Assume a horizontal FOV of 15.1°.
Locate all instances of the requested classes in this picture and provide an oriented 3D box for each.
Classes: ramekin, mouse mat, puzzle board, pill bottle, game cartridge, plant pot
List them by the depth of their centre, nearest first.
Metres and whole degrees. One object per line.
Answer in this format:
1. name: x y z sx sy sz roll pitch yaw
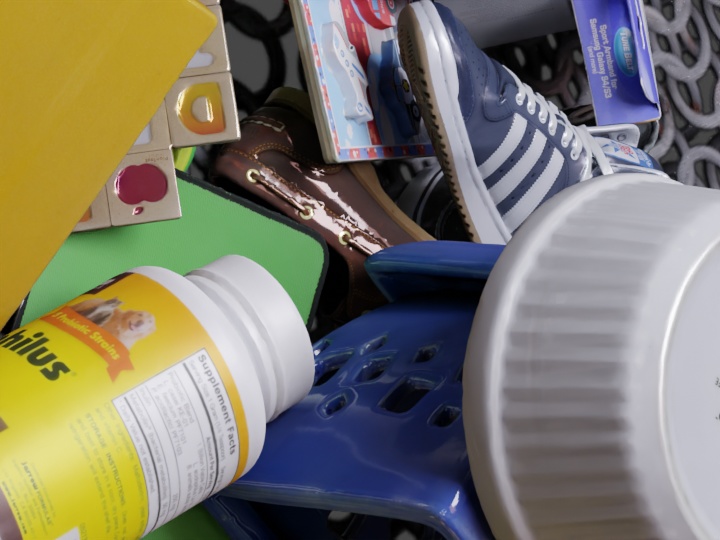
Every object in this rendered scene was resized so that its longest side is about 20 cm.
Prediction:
1. ramekin: 0.146 0.055 1.185 0.202 0.094 0.203 3 86 -43
2. game cartridge: -0.187 -0.079 1.204 0.176 0.032 0.200 34 94 -30
3. pill bottle: -0.120 0.069 1.219 0.200 0.109 0.109 -30 97 -31
4. mouse mat: -0.101 0.052 1.303 0.161 0.008 0.200 24 77 -32
5. plant pot: 0.070 0.100 1.306 0.200 0.200 0.180 50 63 -31
6. puzzle board: 0.002 -0.156 1.402 0.151 0.017 0.201 -9 87 -62

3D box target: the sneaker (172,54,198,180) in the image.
1. sneaker: -0.098 -0.134 1.345 0.084 0.074 0.201 7 80 -61

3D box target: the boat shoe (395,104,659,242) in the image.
1. boat shoe: 0.096 -0.044 1.502 0.199 0.068 0.074 -26 95 -43

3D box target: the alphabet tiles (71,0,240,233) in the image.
1. alphabet tiles: -0.148 -0.114 1.282 0.166 0.006 0.201 -8 80 -8

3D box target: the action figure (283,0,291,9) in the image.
1. action figure: -0.012 -0.158 1.456 0.065 0.052 0.200 -23 98 -38

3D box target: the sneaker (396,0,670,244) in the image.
1. sneaker: 0.093 -0.070 1.389 0.070 0.108 0.200 -110 178 -53

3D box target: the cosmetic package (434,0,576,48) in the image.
1. cosmetic package: 0.067 -0.186 1.448 0.200 0.074 0.102 46 33 -80

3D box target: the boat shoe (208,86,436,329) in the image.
1. boat shoe: 0.000 0.000 1.405 0.200 0.070 0.070 46 56 -12

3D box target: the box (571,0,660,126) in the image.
1. box: 0.134 -0.160 1.502 0.200 0.041 0.119 -78 156 -67
